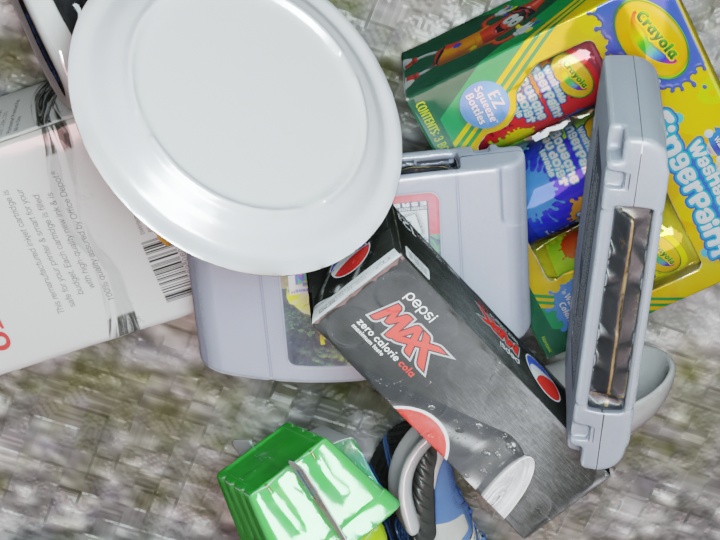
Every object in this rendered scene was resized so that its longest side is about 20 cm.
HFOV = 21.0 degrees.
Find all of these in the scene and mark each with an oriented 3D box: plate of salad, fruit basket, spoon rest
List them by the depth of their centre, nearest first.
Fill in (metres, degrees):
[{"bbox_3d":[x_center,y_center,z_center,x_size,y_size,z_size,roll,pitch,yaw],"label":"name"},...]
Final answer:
[{"bbox_3d":[-0.069,-0.085,1.063,0.199,0.201,0.048,27,145,-15],"label":"plate of salad"},{"bbox_3d":[0.105,0.094,1.220,0.199,0.099,0.061,-26,111,-6],"label":"spoon rest"},{"bbox_3d":[0.000,0.190,1.232,0.094,0.185,0.200,-42,101,-11],"label":"fruit basket"}]

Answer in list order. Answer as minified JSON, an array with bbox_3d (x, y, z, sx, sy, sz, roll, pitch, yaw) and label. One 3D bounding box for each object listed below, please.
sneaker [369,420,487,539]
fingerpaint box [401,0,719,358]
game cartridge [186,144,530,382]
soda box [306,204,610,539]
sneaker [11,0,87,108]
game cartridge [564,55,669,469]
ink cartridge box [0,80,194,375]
[{"bbox_3d":[0.054,0.185,1.311,0.077,0.076,0.201,-17,118,-22],"label":"sneaker"},{"bbox_3d":[0.142,-0.070,1.163,0.166,0.074,0.201,-24,116,12],"label":"fingerpaint box"},{"bbox_3d":[0.000,0.000,1.132,0.198,0.041,0.134,-7,123,-2],"label":"game cartridge"},{"bbox_3d":[0.056,0.060,1.115,0.071,0.063,0.200,-37,115,15],"label":"soda box"},{"bbox_3d":[-0.158,-0.203,1.098,0.111,0.073,0.201,-26,100,-17],"label":"sneaker"},{"bbox_3d":[0.140,-0.009,1.078,0.041,0.133,0.201,7,119,6],"label":"game cartridge"},{"bbox_3d":[-0.158,-0.040,1.166,0.199,0.084,0.147,-17,118,7],"label":"ink cartridge box"}]
